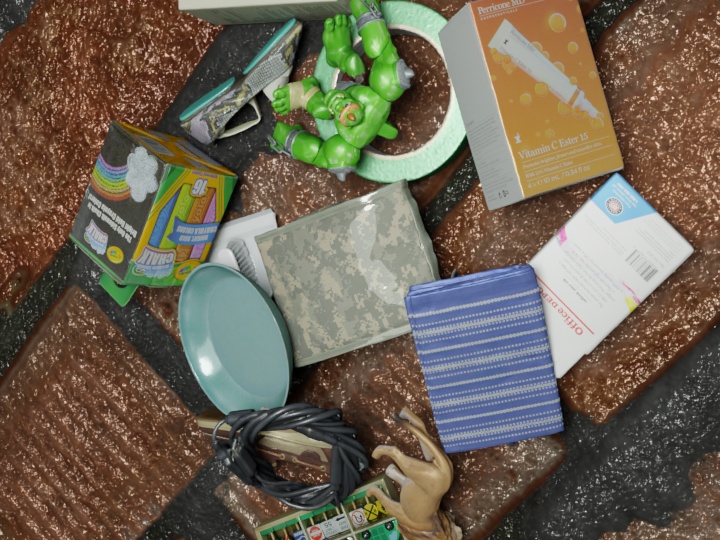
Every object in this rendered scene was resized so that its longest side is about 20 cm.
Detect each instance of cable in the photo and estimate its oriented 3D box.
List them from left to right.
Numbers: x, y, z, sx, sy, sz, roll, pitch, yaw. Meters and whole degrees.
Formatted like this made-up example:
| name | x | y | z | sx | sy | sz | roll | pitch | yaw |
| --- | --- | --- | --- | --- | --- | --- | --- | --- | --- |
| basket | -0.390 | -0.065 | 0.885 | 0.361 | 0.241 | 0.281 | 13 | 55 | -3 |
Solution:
| name | x | y | z | sx | sy | sz | roll | pitch | yaw |
| --- | --- | --- | --- | --- | --- | --- | --- | --- | --- |
| cable | -0.069 | 0.217 | 1.012 | 0.160 | 0.051 | 0.201 | -23 | 129 | 16 |

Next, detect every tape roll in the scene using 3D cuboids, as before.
| name | x | y | z | sx | sy | sz | roll | pitch | yaw |
| --- | --- | --- | --- | --- | --- | --- | --- | --- | --- |
| tape roll | 0.041 | -0.204 | 0.998 | 0.196 | 0.048 | 0.206 | 2 | 98 | 17 |

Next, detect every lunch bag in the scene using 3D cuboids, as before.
| name | x | y | z | sx | sy | sz | roll | pitch | yaw |
| --- | --- | --- | --- | --- | --- | --- | --- | --- | --- |
| lunch bag | 0.000 | 0.000 | 0.995 | 0.197 | 0.117 | 0.167 | -17 | 93 | 27 |

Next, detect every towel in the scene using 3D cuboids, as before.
| name | x | y | z | sx | sy | sz | roll | pitch | yaw |
| --- | --- | --- | --- | --- | --- | --- | --- | --- | --- |
| towel | 0.136 | 0.098 | 0.934 | 0.142 | 0.024 | 0.204 | -12 | 109 | 9 |

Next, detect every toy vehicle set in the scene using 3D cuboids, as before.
| name | x | y | z | sx | sy | sz | roll | pitch | yaw |
| --- | --- | --- | --- | --- | --- | --- | --- | --- | --- |
| toy vehicle set | -0.028 | 0.351 | 1.096 | 0.197 | 0.026 | 0.126 | -26 | 88 | 19 |

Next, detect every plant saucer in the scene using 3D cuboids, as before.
| name | x | y | z | sx | sy | sz | roll | pitch | yaw |
| --- | --- | --- | --- | --- | --- | --- | --- | --- | --- |
| plant saucer | -0.142 | 0.084 | 1.024 | 0.197 | 0.036 | 0.205 | 19 | 118 | 38 |

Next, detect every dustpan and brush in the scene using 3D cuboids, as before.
| name | x | y | z | sx | sy | sz | roll | pitch | yaw |
| --- | --- | --- | --- | --- | --- | --- | --- | --- | --- |
| dustpan and brush | -0.147 | 0.040 | 1.079 | 0.137 | 0.057 | 0.204 | -15 | 94 | 19 |

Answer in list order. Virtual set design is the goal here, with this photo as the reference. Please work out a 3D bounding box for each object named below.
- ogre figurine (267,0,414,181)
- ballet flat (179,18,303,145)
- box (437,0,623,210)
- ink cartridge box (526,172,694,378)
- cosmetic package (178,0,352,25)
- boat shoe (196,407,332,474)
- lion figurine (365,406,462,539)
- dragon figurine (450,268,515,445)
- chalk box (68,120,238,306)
| name | x | y | z | sx | sy | sz | roll | pitch | yaw |
| --- | --- | --- | --- | --- | --- | --- | --- | --- | --- |
| ogre figurine | -0.016 | -0.193 | 0.947 | 0.200 | 0.098 | 0.120 | -46 | 64 | 2 |
| ballet flat | -0.131 | -0.221 | 1.049 | 0.199 | 0.072 | 0.073 | -35 | 86 | 18 |
| box | 0.177 | -0.182 | 0.906 | 0.122 | 0.097 | 0.204 | -17 | 91 | -14 |
| ink cartridge box | 0.249 | 0.006 | 0.945 | 0.115 | 0.068 | 0.200 | 45 | 106 | 7 |
| cosmetic package | -0.103 | -0.334 | 1.000 | 0.195 | 0.105 | 0.073 | 2 | 96 | 16 |
| boat shoe | -0.115 | 0.219 | 1.088 | 0.195 | 0.072 | 0.074 | 6 | 100 | 9 |
| lion figurine | 0.072 | 0.252 | 0.989 | 0.122 | 0.072 | 0.202 | 36 | 147 | 27 |
| dragon figurine | 0.150 | 0.096 | 0.992 | 0.097 | 0.059 | 0.205 | -1 | 97 | 18 |
| chalk box | -0.261 | -0.058 | 1.057 | 0.124 | 0.123 | 0.203 | 35 | 108 | 30 |
